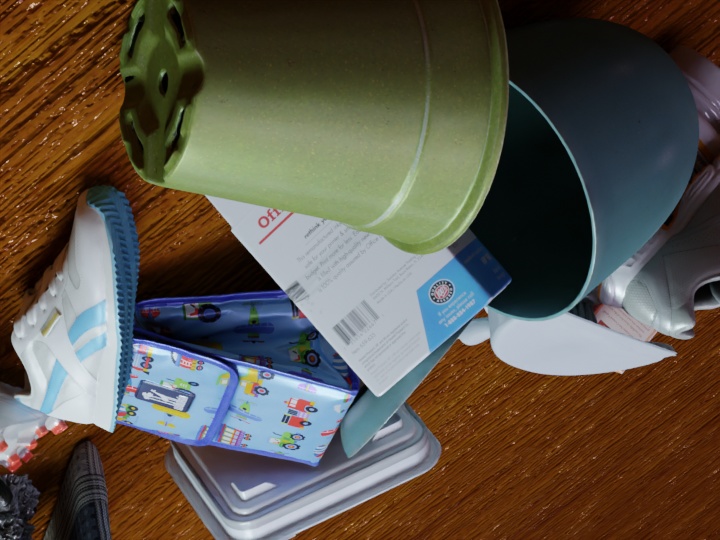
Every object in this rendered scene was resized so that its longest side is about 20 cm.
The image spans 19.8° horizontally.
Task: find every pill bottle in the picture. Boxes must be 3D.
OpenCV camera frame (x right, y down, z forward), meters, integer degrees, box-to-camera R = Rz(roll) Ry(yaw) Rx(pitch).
[{"bbox_3d":[0.209,-0.078,1.612,0.200,0.109,0.109,-48,154,-5],"label":"pill bottle"}]

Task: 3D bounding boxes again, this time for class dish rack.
[{"bbox_3d":[-0.052,0.136,1.685,0.200,0.172,0.044,-23,126,-16],"label":"dish rack"}]

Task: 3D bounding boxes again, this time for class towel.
[{"bbox_3d":[-0.227,0.271,1.683,0.034,0.193,0.200,1,142,-21],"label":"towel"}]

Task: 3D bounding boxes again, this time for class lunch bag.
[{"bbox_3d":[-0.113,0.072,1.560,0.200,0.094,0.151,5,153,-11],"label":"lunch bag"}]

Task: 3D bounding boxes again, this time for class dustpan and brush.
[{"bbox_3d":[0.131,0.046,1.597,0.139,0.057,0.200,20,153,-32],"label":"dustpan and brush"}]

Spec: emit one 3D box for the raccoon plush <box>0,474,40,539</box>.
[{"bbox_3d":[-0.304,0.236,1.541,0.200,0.134,0.097,-17,161,14],"label":"raccoon plush"}]

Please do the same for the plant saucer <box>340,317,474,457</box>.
[{"bbox_3d":[0.046,0.059,1.581,0.200,0.027,0.200,-51,180,-1],"label":"plant saucer"}]

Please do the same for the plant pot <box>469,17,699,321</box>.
[{"bbox_3d":[0.143,-0.088,1.471,0.161,0.201,0.201,-31,157,-34],"label":"plant pot"}]

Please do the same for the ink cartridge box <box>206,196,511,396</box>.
[{"bbox_3d":[-0.005,-0.028,1.443,0.116,0.200,0.067,-41,178,23],"label":"ink cartridge box"}]

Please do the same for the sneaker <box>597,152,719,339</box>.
[{"bbox_3d":[0.270,-0.017,1.554,0.200,0.092,0.076,-41,156,-25],"label":"sneaker"}]

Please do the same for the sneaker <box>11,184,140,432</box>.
[{"bbox_3d":[-0.197,0.027,1.418,0.081,0.077,0.200,11,127,1],"label":"sneaker"}]

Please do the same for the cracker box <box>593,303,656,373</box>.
[{"bbox_3d":[0.237,-0.013,1.702,0.200,0.058,0.134,-50,-167,-6],"label":"cracker box"}]

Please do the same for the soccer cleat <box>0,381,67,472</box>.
[{"bbox_3d":[-0.270,0.103,1.490,0.069,0.078,0.200,-40,172,9],"label":"soccer cleat"}]

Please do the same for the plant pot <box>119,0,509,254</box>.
[{"bbox_3d":[-0.042,-0.111,1.264,0.190,0.200,0.200,1,140,-28],"label":"plant pot"}]
